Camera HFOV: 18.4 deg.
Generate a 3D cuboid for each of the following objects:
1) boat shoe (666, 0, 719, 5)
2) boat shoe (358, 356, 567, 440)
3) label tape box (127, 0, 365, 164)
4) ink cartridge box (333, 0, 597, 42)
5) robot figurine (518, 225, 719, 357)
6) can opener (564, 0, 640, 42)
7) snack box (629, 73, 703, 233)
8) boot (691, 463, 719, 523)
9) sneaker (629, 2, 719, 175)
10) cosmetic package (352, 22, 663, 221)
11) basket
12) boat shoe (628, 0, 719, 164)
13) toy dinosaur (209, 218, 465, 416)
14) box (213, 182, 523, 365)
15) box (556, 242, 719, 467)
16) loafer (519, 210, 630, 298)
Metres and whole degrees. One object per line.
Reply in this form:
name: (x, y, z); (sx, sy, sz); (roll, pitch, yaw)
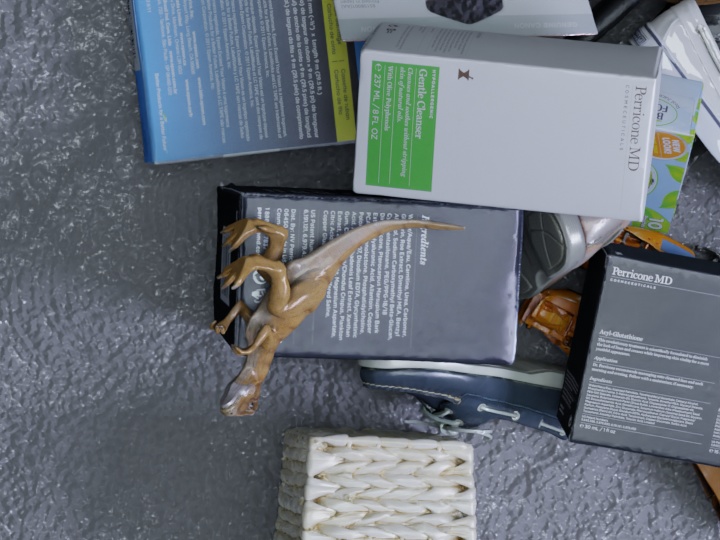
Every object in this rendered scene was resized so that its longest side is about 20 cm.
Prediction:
boat shoe: (0.207, -0.245, 1.618); (0.200, 0.072, 0.072); (1, 138, -17)
boat shoe: (0.082, 0.094, 1.664); (0.200, 0.075, 0.062); (7, 97, -38)
label tape box: (-0.069, -0.160, 1.655); (0.200, 0.066, 0.143); (-7, 94, -13)
ink cartridge box: (0.061, -0.233, 1.626); (0.200, 0.044, 0.174); (-3, 65, -16)
robot figurine: (0.230, 0.040, 1.707); (0.200, 0.058, 0.145); (26, 92, -8)
can opener: (0.221, -0.243, 1.691); (0.200, 0.079, 0.063); (-35, 105, 5)
snack box: (0.140, -0.101, 1.623); (0.200, 0.142, 0.053); (12, 63, 6)
boot: (0.330, 0.090, 1.699); (0.200, 0.068, 0.188); (-30, 126, -9)
sneaker: (0.269, -0.161, 1.703); (0.104, 0.060, 0.200); (44, 88, -12)
cosmetic package: (0.102, -0.103, 1.516); (0.200, 0.085, 0.108); (5, 111, 9)
basket: (0.010, 0.179, 1.619); (0.135, 0.200, 0.124); (3, 88, -7)
boat shoe: (0.281, -0.116, 1.647); (0.066, 0.072, 0.200); (-38, 103, 10)
toy dinosaur: (-0.040, 0.006, 1.482); (0.200, 0.060, 0.106); (-48, 123, 4)
box: (0.000, 0.000, 1.605); (0.200, 0.197, 0.118); (2, 94, -8)
box: (0.257, 0.066, 1.617); (0.200, 0.079, 0.141); (11, 101, -4)
loafer: (0.142, -0.023, 1.625); (0.063, 0.200, 0.072); (-19, 90, -15)
